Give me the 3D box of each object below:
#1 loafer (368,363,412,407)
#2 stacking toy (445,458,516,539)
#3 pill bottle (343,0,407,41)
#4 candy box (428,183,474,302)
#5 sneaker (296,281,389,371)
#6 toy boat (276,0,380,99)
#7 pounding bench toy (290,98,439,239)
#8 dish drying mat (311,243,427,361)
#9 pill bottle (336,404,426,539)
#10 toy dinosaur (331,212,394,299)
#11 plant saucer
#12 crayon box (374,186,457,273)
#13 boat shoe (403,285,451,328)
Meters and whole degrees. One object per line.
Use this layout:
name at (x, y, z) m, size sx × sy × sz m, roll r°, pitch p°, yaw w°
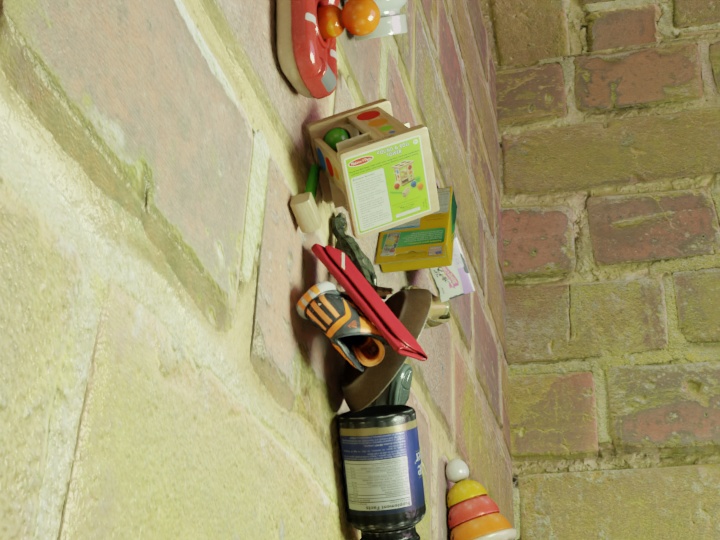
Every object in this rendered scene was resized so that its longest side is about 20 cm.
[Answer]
loafer at (0.028, 0.224, 1.510) m, size 0.072 × 0.063 × 0.201 m, roll -18°, pitch 123°, yaw -65°
stacking toy at (0.226, 0.489, 2.131) m, size 0.146 × 0.146 × 0.200 m, roll 51°, pitch 18°, yaw -65°
pill bottle at (0.020, -0.490, 1.701) m, size 0.110 × 0.109 × 0.201 m, roll -49°, pitch 131°, yaw -71°
candy box at (0.152, -0.057, 1.988) m, size 0.200 × 0.071 × 0.168 m, roll -98°, pitch 168°, yaw -68°
sneaker at (-0.005, 0.083, 1.342) m, size 0.112 × 0.078 × 0.200 m, roll 48°, pitch 14°, yaw 21°
toy boat at (-0.037, -0.336, 1.367) m, size 0.131 × 0.130 × 0.201 m, roll 45°, pitch 41°, yaw -68°
pounding bench toy at (-0.021, -0.133, 1.393) m, size 0.156 × 0.199 × 0.125 m, roll -132°, pitch -154°, yaw -56°
dish drying mat at (0.012, 0.038, 1.322) m, size 0.200 × 0.018 × 0.077 m, roll 49°, pitch 14°, yaw 32°
pill bottle at (0.031, 0.292, 1.410) m, size 0.112 × 0.111 × 0.201 m, roll -5°, pitch 89°, yaw -76°
toy dinosaur at (0.000, 0.000, 1.465) m, size 0.200 × 0.047 × 0.088 m, roll 55°, pitch -17°, yaw 43°
plant saucer at (0.028, 0.103, 1.425) m, size 0.034 × 0.200 × 0.200 m, roll 33°, pitch 33°, yaw -12°
crayon box at (0.100, -0.063, 1.799) m, size 0.200 × 0.125 × 0.052 m, roll -78°, pitch 157°, yaw -49°
boat shoe at (0.133, 0.068, 1.974) m, size 0.200 × 0.076 × 0.072 m, roll 29°, pitch 57°, yaw -72°
